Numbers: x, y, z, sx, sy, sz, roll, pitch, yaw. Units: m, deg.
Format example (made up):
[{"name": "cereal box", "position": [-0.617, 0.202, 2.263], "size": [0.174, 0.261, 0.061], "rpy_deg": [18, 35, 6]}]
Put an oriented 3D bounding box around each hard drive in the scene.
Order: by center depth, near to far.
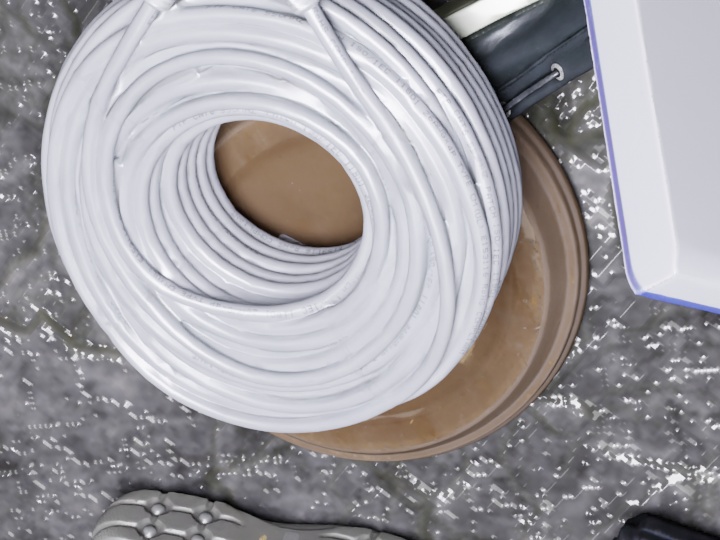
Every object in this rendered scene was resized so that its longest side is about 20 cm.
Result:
[{"name": "hard drive", "position": [0.168, -0.038, 0.799], "size": [0.199, 0.133, 0.025], "rpy_deg": [12, 151, -36]}]

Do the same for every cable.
[{"name": "cable", "position": [-0.034, -0.033, 0.884], "size": [0.200, 0.069, 0.200], "rpy_deg": [46, 124, -8]}]

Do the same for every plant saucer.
[{"name": "plant saucer", "position": [0.000, 0.000, 0.956], "size": [0.199, 0.029, 0.201], "rpy_deg": [5, 115, 10]}]

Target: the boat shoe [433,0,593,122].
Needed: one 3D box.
[{"name": "boat shoe", "position": [0.115, -0.103, 0.859], "size": [0.199, 0.075, 0.066], "rpy_deg": [-21, 103, 22]}]

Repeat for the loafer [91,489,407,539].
[{"name": "loafer", "position": [-0.030, 0.156, 1.013], "size": [0.199, 0.070, 0.070], "rpy_deg": [14, 123, 12]}]

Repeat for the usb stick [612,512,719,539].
[{"name": "usb stick", "position": [0.205, 0.163, 0.985], "size": [0.199, 0.033, 0.056], "rpy_deg": [20, 115, 2]}]
